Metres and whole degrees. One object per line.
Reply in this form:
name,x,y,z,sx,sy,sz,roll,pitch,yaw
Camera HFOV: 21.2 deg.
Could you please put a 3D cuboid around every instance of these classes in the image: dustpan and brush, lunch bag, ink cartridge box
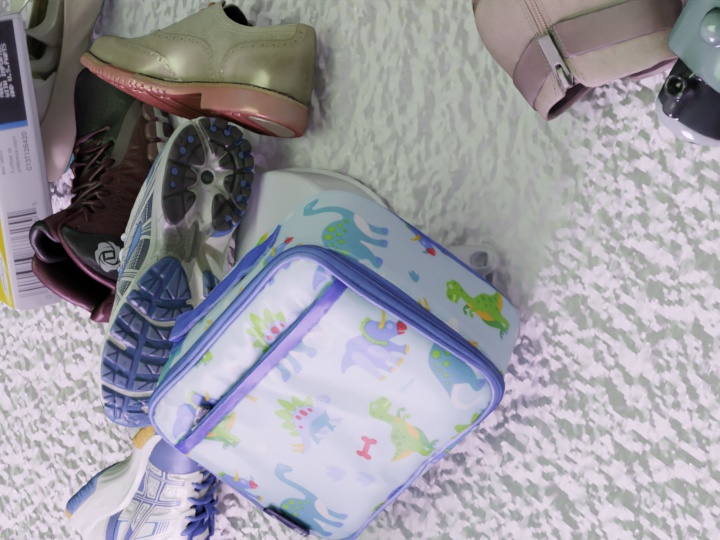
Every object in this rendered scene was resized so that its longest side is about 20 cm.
dustpan and brush,0.000,0.000,1.159,0.199,0.057,0.141,-9,76,53
lunch bag,-0.021,0.057,1.100,0.160,0.083,0.200,36,130,-12
ink cartridge box,-0.271,-0.085,1.375,0.199,0.047,0.200,15,116,61

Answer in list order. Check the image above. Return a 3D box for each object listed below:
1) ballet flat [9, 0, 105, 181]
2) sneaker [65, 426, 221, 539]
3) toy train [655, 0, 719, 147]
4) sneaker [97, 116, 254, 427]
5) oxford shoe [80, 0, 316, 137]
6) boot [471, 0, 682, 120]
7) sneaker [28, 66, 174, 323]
ballet flat,-0.225,-0.159,1.371,0.069,0.069,0.202,33,116,40
sneaker,-0.116,0.142,1.284,0.088,0.075,0.200,53,132,9
toy train,0.207,-0.140,0.876,0.085,0.113,0.201,49,125,33
sneaker,-0.121,0.002,1.231,0.085,0.076,0.202,15,86,69
oxford shoe,-0.101,-0.137,1.248,0.199,0.071,0.075,15,86,37
boot,0.134,-0.174,0.995,0.199,0.070,0.148,-31,77,44
sneaker,-0.179,-0.054,1.291,0.076,0.115,0.202,-37,66,41
